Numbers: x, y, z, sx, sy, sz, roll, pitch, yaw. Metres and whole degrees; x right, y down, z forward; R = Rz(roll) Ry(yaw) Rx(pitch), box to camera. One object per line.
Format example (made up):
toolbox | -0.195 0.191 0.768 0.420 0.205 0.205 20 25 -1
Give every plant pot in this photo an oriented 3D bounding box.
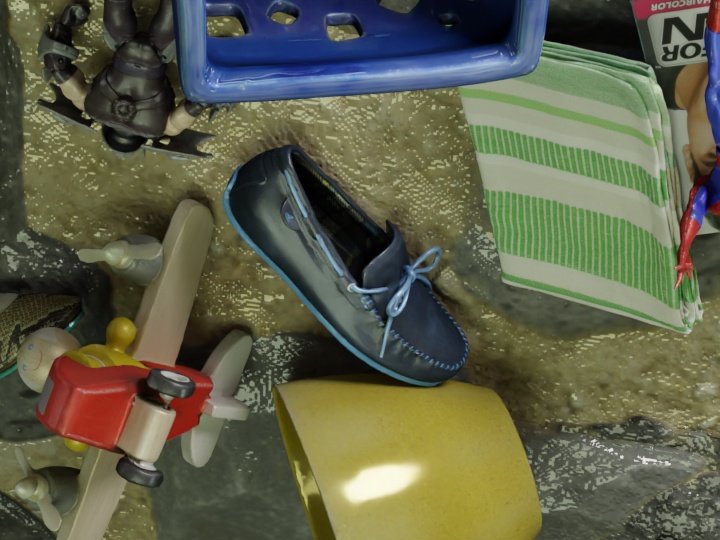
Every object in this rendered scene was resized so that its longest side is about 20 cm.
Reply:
plant pot | 0.039 0.150 1.581 0.142 0.200 0.200 -18 128 -6
plant pot | -0.013 -0.222 1.244 0.199 0.180 0.200 -6 132 -10

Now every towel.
towel | 0.130 -0.054 1.441 0.152 0.023 0.200 16 139 34

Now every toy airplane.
toy airplane | -0.156 0.074 1.560 0.141 0.200 0.199 22 144 13

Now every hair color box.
hair color box | 0.223 -0.120 1.380 0.099 0.061 0.200 -7 128 17

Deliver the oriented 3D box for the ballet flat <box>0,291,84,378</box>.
ballet flat | -0.272 0.060 1.641 0.075 0.068 0.200 44 128 -4

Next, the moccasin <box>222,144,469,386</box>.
moccasin | 0.000 0.000 1.515 0.200 0.081 0.068 39 129 -21

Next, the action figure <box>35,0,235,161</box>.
action figure | -0.131 -0.141 1.437 0.130 0.070 0.200 10 135 -5

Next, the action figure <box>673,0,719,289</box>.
action figure | 0.212 -0.067 1.326 0.065 0.099 0.200 3 133 11
